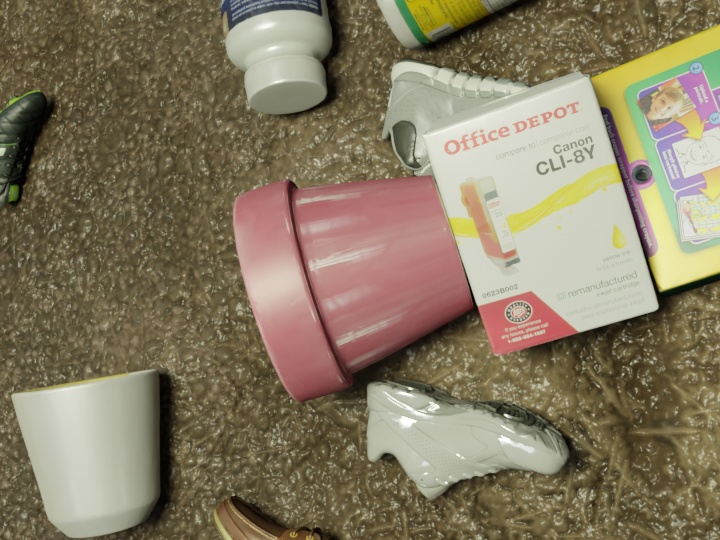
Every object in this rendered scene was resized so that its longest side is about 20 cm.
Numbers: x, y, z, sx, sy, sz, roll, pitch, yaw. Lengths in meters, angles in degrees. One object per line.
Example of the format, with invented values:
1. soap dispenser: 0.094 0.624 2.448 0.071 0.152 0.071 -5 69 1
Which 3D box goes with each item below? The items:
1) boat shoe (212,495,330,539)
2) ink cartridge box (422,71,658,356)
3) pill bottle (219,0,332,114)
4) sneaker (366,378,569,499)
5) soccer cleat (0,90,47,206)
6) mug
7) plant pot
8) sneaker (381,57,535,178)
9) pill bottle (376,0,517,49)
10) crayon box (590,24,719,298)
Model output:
1. boat shoe: -0.054 0.277 0.861 0.200 0.072 0.068 34 92 17
2. ink cartridge box: 0.150 -0.049 0.758 0.144 0.083 0.201 -17 100 13
3. pill bottle: -0.089 -0.271 0.924 0.110 0.111 0.201 -14 77 21
4. sneaker: 0.092 0.164 0.815 0.199 0.078 0.100 11 94 33
5. soccer cleat: -0.435 -0.130 1.088 0.081 0.068 0.200 44 102 4
6. mug: -0.277 0.192 0.950 0.148 0.187 0.154 -9 87 -11
7. plant pot: 0.000 0.000 0.816 0.178 0.200 0.201 -17 76 5
8. sneaker: 0.104 -0.125 0.849 0.199 0.075 0.116 22 97 34
9. pill bottle: 0.113 -0.300 0.840 0.199 0.113 0.113 -22 75 20
10. crayon box: 0.307 -0.100 0.758 0.172 0.058 0.201 -20 76 19
